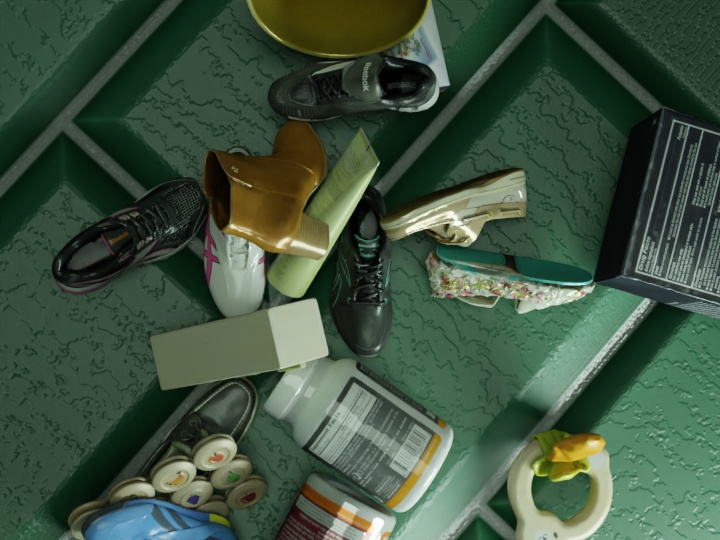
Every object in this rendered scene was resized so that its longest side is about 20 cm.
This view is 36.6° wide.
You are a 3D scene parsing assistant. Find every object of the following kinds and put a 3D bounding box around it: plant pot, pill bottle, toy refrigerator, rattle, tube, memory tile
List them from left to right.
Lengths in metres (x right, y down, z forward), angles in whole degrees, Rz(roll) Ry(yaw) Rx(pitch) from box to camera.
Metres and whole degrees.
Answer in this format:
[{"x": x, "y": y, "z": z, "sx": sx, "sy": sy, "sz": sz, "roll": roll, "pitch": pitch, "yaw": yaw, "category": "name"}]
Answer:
[{"x": -0.209, "y": 0.260, "z": 1.205, "sx": 0.199, "sy": 0.154, "sz": 0.017, "roll": -28, "pitch": 50, "yaw": -4, "category": "memory tile"}, {"x": -0.134, "y": 0.085, "z": 1.184, "sx": 0.199, "sy": 0.076, "sz": 0.071, "roll": -15, "pitch": 88, "yaw": 41, "category": "toy refrigerator"}, {"x": -0.053, "y": 0.339, "z": 1.218, "sx": 0.114, "sy": 0.114, "sz": 0.201, "roll": 29, "pitch": 86, "yaw": -2, "category": "pill bottle"}, {"x": -0.038, "y": -0.060, "z": 1.225, "sx": 0.058, "sy": 0.052, "sz": 0.201, "roll": 39, "pitch": 114, "yaw": 16, "category": "tube"}, {"x": -0.022, "y": -0.351, "z": 1.191, "sx": 0.198, "sy": 0.201, "sz": 0.143, "roll": 3, "pitch": 60, "yaw": -3, "category": "plant pot"}, {"x": -0.004, "y": 0.172, "z": 1.228, "sx": 0.199, "sy": 0.116, "sz": 0.117, "roll": 34, "pitch": 86, "yaw": -1, "category": "pill bottle"}, {"x": 0.233, "y": 0.286, "z": 1.230, "sx": 0.129, "sy": 0.143, "sz": 0.202, "roll": 23, "pitch": 80, "yaw": -21, "category": "rattle"}]

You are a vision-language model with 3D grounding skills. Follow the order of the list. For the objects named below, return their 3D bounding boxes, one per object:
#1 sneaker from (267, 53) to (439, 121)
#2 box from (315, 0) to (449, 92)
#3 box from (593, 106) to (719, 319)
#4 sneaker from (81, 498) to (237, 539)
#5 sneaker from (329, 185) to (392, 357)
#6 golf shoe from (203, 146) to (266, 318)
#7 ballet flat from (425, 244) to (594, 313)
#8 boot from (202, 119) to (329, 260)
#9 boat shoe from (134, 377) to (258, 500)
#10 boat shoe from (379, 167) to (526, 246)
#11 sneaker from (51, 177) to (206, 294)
[{"x": -0.006, "y": -0.209, "z": 1.219, "sx": 0.198, "sy": 0.091, "sz": 0.067, "roll": -4, "pitch": 87, "yaw": -3, "category": "sneaker"}, {"x": 0.017, "y": -0.298, "z": 1.289, "sx": 0.135, "sy": 0.038, "sz": 0.202, "roll": -12, "pitch": 88, "yaw": -3, "category": "box"}, {"x": 0.397, "y": -0.058, "z": 1.259, "sx": 0.197, "sy": 0.123, "sz": 0.202, "roll": 16, "pitch": 85, "yaw": -4, "category": "box"}, {"x": -0.206, "y": 0.301, "z": 1.177, "sx": 0.066, "sy": 0.199, "sz": 0.079, "roll": -46, "pitch": 47, "yaw": 21, "category": "sneaker"}, {"x": 0.000, "y": 0.000, "z": 1.255, "sx": 0.075, "sy": 0.079, "sz": 0.202, "roll": -4, "pitch": 89, "yaw": -4, "category": "sneaker"}, {"x": -0.145, "y": -0.039, "z": 1.241, "sx": 0.072, "sy": 0.092, "sz": 0.202, "roll": -2, "pitch": 89, "yaw": -4, "category": "golf shoe"}, {"x": 0.171, "y": 0.015, "z": 1.279, "sx": 0.198, "sy": 0.076, "sz": 0.064, "roll": 10, "pitch": 118, "yaw": 1, "category": "ballet flat"}, {"x": -0.106, "y": -0.109, "z": 1.176, "sx": 0.143, "sy": 0.071, "sz": 0.203, "roll": 22, "pitch": 44, "yaw": -39, "category": "boot"}, {"x": -0.191, "y": 0.205, "z": 1.239, "sx": 0.072, "sy": 0.066, "sz": 0.201, "roll": 43, "pitch": 86, "yaw": -1, "category": "boat shoe"}, {"x": 0.115, "y": -0.061, "z": 1.247, "sx": 0.199, "sy": 0.074, "sz": 0.070, "roll": -20, "pitch": 99, "yaw": -26, "category": "boat shoe"}, {"x": -0.261, "y": -0.035, "z": 1.235, "sx": 0.199, "sy": 0.086, "sz": 0.081, "roll": -36, "pitch": 92, "yaw": -5, "category": "sneaker"}]
